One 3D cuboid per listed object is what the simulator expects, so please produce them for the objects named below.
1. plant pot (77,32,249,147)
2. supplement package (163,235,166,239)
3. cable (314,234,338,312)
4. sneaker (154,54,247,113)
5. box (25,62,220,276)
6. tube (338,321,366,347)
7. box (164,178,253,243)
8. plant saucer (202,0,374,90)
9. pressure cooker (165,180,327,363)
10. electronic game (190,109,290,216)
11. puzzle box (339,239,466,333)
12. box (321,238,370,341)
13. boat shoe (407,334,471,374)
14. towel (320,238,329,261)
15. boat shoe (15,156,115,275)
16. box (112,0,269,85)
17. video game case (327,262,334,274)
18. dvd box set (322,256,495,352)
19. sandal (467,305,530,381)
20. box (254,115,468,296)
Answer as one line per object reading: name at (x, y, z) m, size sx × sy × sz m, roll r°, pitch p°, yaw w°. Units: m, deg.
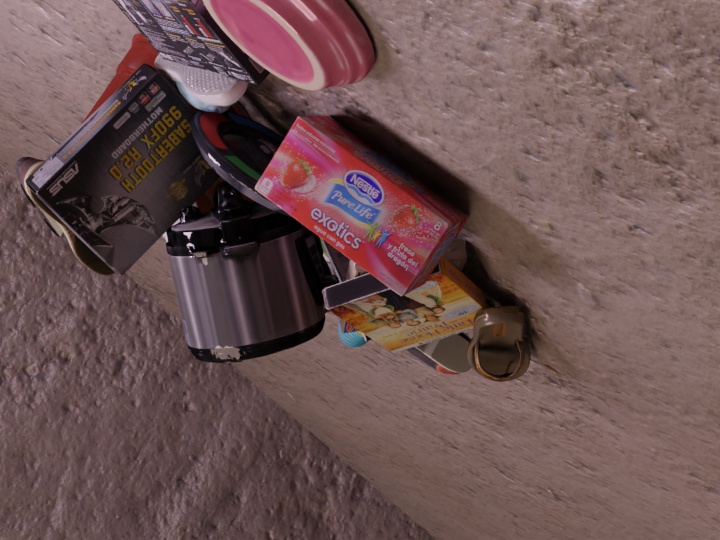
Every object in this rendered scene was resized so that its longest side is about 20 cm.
plant pot at (-0.271, -0.160, 1.788) m, size 0.200 × 0.196 × 0.201 m, roll 36°, pitch 167°, yaw 10°
supplement package at (-0.252, -0.099, 2.102) m, size 0.114 × 0.109 × 0.200 m, roll 46°, pitch 169°, yaw 10°
cable at (-0.070, -0.020, 1.837) m, size 0.200 × 0.051 × 0.164 m, roll 83°, pitch 164°, yaw -85°
sneaker at (-0.162, -0.214, 1.606) m, size 0.082 × 0.074 × 0.200 m, roll 45°, pitch 177°, yaw -33°
box at (-0.269, -0.117, 1.666) m, size 0.159 × 0.200 × 0.048 m, roll 50°, pitch 171°, yaw -36°
tube at (-0.005, 0.071, 2.024) m, size 0.078 × 0.050 × 0.200 m, roll 51°, pitch 172°, yaw 8°
box at (-0.180, -0.039, 1.883) m, size 0.124 × 0.098 × 0.201 m, roll 9°, pitch -139°, yaw -31°
plant saucer at (-0.079, -0.238, 1.332) m, size 0.200 × 0.051 × 0.201 m, roll 35°, pitch 167°, yaw 9°
pressure cooker at (-0.139, -0.006, 1.673) m, size 0.175 × 0.178 × 0.202 m, roll -4°, pitch 102°, yaw 41°
electronic game at (-0.108, -0.125, 1.641) m, size 0.199 × 0.042 × 0.200 m, roll 30°, pitch -159°, yaw -13°
puzzle box at (0.046, 0.021, 1.680) m, size 0.200 × 0.132 × 0.026 m, roll 101°, pitch 160°, yaw -66°
box at (0.000, 0.000, 1.807) m, size 0.200 × 0.060 × 0.117 m, roll 73°, pitch 172°, yaw -67°
boat shoe at (0.071, 0.076, 1.964) m, size 0.200 × 0.071 × 0.063 m, roll 36°, pitch 170°, yaw -11°
towel at (-0.081, -0.063, 1.995) m, size 0.153 × 0.023 × 0.200 m, roll 48°, pitch 165°, yaw -34°
boat shoe at (-0.351, -0.072, 1.731) m, size 0.066 × 0.072 × 0.201 m, roll 39°, pitch 170°, yaw 41°
box at (-0.191, -0.279, 1.494) m, size 0.199 × 0.050 × 0.158 m, roll 22°, pitch 159°, yaw 49°
video game case at (0.011, 0.049, 2.072) m, size 0.200 × 0.022 × 0.182 m, roll 38°, pitch 171°, yaw -20°
dvd box set at (0.062, 0.041, 1.659) m, size 0.200 × 0.145 × 0.030 m, roll 38°, pitch -142°, yaw -60°
sandal at (0.173, 0.102, 1.731) m, size 0.200 × 0.080 × 0.054 m, roll 78°, pitch -178°, yaw -65°
box at (0.003, -0.072, 1.507) m, size 0.200 × 0.095 × 0.103 m, roll 36°, pitch -165°, yaw 10°
